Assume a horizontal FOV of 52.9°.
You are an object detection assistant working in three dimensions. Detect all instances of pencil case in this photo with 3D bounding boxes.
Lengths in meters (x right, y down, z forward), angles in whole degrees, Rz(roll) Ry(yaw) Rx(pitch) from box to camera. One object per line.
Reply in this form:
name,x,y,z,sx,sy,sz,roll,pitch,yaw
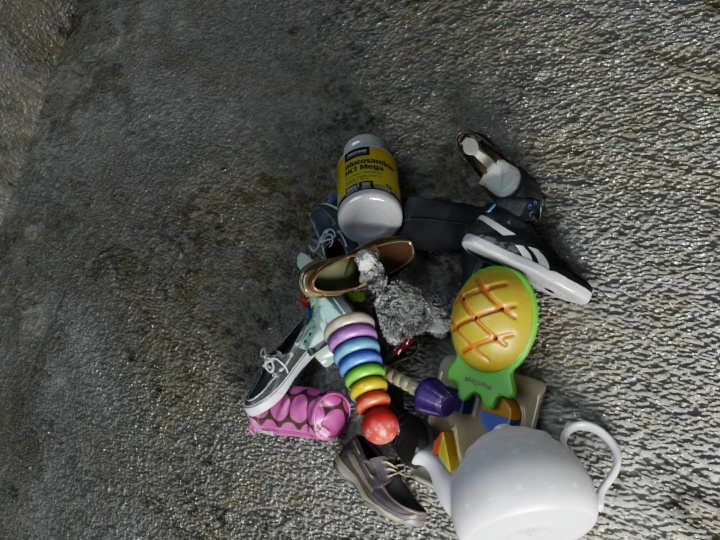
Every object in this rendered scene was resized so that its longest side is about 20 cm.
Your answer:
pencil case,-0.114,0.258,1.294,0.199,0.091,0.094,-8,34,43

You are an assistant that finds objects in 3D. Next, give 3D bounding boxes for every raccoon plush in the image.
raccoon plush,0.087,0.040,1.107,0.133,0.200,0.097,-17,50,11

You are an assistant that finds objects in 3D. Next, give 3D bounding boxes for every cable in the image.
cable,0.047,0.151,1.228,0.097,0.050,0.201,33,111,28

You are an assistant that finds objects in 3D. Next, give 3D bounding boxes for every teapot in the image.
teapot,0.205,0.267,0.933,0.197,0.199,0.147,-44,38,37

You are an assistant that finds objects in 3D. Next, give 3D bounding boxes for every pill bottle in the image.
pill bottle,0.013,-0.151,1.283,0.112,0.112,0.201,-37,36,28

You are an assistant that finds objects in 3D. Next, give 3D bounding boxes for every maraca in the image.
maraca,0.185,0.093,1.033,0.136,0.107,0.202,12,90,43

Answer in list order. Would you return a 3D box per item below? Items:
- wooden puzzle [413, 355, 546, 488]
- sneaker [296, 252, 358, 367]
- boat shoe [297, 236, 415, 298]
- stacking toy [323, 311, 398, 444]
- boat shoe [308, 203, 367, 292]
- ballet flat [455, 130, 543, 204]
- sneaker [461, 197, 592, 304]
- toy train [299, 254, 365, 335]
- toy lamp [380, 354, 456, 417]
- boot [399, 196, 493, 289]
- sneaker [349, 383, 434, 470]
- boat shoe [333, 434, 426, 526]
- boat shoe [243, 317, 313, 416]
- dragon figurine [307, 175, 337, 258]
wooden puzzle,0.165,0.238,1.067,0.184,0.046,0.202,12,83,45
sneaker,-0.081,0.068,1.233,0.118,0.074,0.201,-39,64,5
boat shoe,0.000,0.000,1.166,0.076,0.199,0.074,71,164,-9
stacking toy,0.005,0.166,1.092,0.085,0.085,0.201,-37,53,28
boat shoe,-0.042,-0.041,1.282,0.201,0.061,0.075,59,138,24
ballet flat,0.210,-0.159,1.152,0.068,0.068,0.200,-51,48,16
sneaker,0.256,-0.042,1.039,0.199,0.073,0.112,28,80,18
toy train,-0.043,0.044,1.311,0.115,0.085,0.202,-18,64,26
toy lamp,0.069,0.172,1.116,0.199,0.058,0.059,24,92,50
boot,0.138,-0.036,1.176,0.199,0.066,0.166,14,77,42
sneaker,0.045,0.240,1.122,0.200,0.081,0.074,41,111,60
boat shoe,0.032,0.325,1.140,0.199,0.074,0.074,29,96,44
boat shoe,-0.147,0.170,1.304,0.199,0.068,0.073,-46,29,-20
dragon figurine,-0.043,-0.090,1.370,0.099,0.059,0.202,-27,57,34
